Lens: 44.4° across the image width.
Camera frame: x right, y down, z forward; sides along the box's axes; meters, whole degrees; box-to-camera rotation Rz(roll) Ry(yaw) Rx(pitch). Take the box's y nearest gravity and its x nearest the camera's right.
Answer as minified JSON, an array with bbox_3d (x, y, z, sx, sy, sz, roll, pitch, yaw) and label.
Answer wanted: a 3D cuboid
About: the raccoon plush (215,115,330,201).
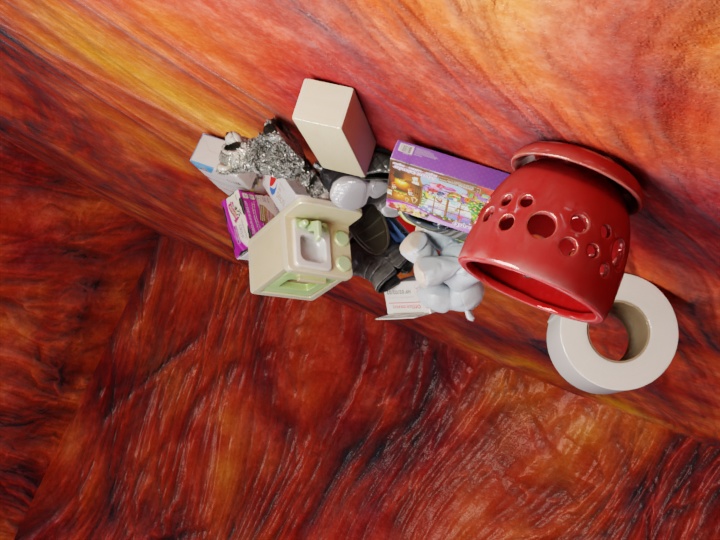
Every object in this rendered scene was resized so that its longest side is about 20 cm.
[{"bbox_3d":[-0.157,-0.164,1.509,0.200,0.134,0.097,56,-166,7],"label":"raccoon plush"}]

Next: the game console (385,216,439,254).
[{"bbox_3d":[0.089,-0.062,1.734,0.177,0.031,0.200,51,173,-8],"label":"game console"}]

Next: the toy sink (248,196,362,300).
[{"bbox_3d":[-0.093,-0.029,1.530,0.130,0.112,0.200,8,154,-32],"label":"toy sink"}]

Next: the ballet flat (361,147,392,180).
[{"bbox_3d":[0.094,-0.139,1.422,0.199,0.057,0.066,22,169,11],"label":"ballet flat"}]

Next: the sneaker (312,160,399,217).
[{"bbox_3d":[0.012,-0.156,1.513,0.200,0.076,0.114,2,-142,-41],"label":"sneaker"}]

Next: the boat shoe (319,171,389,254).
[{"bbox_3d":[-0.013,-0.121,1.673,0.200,0.072,0.068,56,174,-15],"label":"boat shoe"}]

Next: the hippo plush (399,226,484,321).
[{"bbox_3d":[0.171,-0.008,1.572,0.199,0.160,0.161,-4,145,2],"label":"hippo plush"}]

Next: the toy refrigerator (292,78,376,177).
[{"bbox_3d":[-0.034,-0.211,1.313,0.076,0.070,0.200,15,170,14],"label":"toy refrigerator"}]

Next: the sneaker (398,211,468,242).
[{"bbox_3d":[0.155,-0.081,1.453,0.199,0.074,0.081,12,-170,7],"label":"sneaker"}]

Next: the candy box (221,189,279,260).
[{"bbox_3d":[-0.188,-0.086,1.862,0.061,0.137,0.200,-31,157,32],"label":"candy box"}]

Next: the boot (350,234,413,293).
[{"bbox_3d":[0.000,0.000,1.707,0.132,0.200,0.070,48,177,29],"label":"boot"}]

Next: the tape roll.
[{"bbox_3d":[0.438,0.114,1.549,0.202,0.203,0.139,23,171,7],"label":"tape roll"}]

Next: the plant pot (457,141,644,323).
[{"bbox_3d":[0.247,-0.052,1.123,0.200,0.183,0.200,23,171,4],"label":"plant pot"}]

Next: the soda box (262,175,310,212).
[{"bbox_3d":[-0.122,-0.148,1.636,0.068,0.064,0.200,3,-155,-23],"label":"soda box"}]

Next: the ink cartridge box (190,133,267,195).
[{"bbox_3d":[-0.262,-0.208,1.876,0.115,0.068,0.200,20,170,18],"label":"ink cartridge box"}]

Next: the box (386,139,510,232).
[{"bbox_3d":[0.140,-0.116,1.338,0.199,0.039,0.137,18,154,8],"label":"box"}]

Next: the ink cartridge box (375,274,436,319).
[{"bbox_3d":[0.128,0.043,1.737,0.200,0.068,0.115,-15,-174,-44],"label":"ink cartridge box"}]

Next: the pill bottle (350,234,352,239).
[{"bbox_3d":[-0.053,-0.108,1.811,0.116,0.116,0.200,24,171,-3],"label":"pill bottle"}]
